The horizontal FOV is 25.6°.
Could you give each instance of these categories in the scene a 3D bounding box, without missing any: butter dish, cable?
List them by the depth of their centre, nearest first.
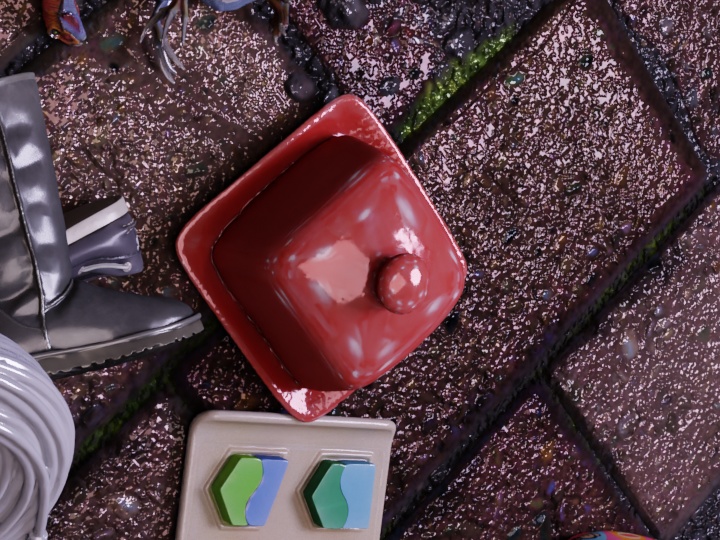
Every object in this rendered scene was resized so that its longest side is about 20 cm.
[{"bbox_3d":[-0.272,0.113,0.960,0.199,0.069,0.201,6,127,-33],"label":"cable"},{"bbox_3d":[0.000,0.000,1.188,0.199,0.148,0.200,-41,115,-16],"label":"butter dish"}]

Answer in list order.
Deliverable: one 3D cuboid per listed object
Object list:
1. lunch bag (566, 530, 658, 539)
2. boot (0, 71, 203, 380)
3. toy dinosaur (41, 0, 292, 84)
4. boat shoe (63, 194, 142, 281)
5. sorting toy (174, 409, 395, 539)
[{"bbox_3d":[0.289,0.296,1.398,0.199,0.176,0.082,14,93,-31],"label":"lunch bag"},{"bbox_3d":[-0.205,-0.031,1.050,0.181,0.072,0.201,-11,82,-35],"label":"boot"},{"bbox_3d":[-0.135,-0.210,1.136,0.180,0.105,0.201,10,57,-19],"label":"toy dinosaur"},{"bbox_3d":[-0.237,0.018,1.100,0.199,0.073,0.063,-32,110,-26],"label":"boat shoe"},{"bbox_3d":[-0.060,0.213,1.261,0.184,0.036,0.201,6,97,-31],"label":"sorting toy"}]
